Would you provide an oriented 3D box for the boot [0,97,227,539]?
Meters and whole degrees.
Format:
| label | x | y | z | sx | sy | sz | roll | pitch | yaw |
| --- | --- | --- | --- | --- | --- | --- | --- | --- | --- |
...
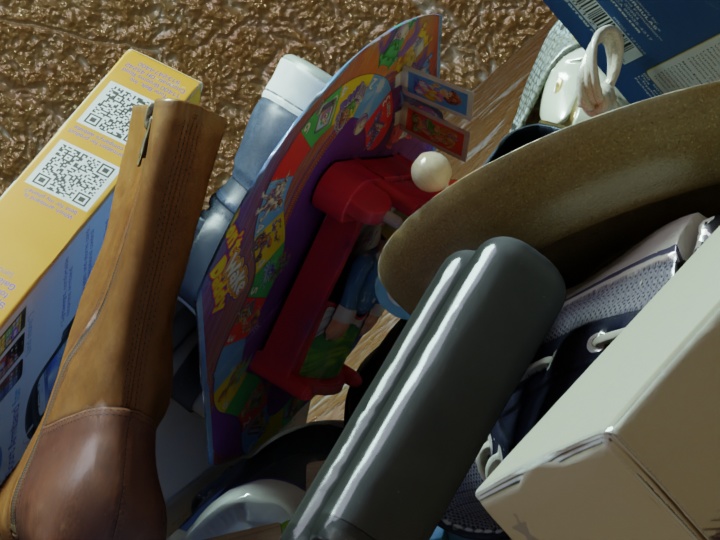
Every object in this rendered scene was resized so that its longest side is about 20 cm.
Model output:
| label | x | y | z | sx | sy | sz | roll | pitch | yaw |
| --- | --- | --- | --- | --- | --- | --- | --- | --- | --- |
| boot | -0.104 | 0.035 | 1.081 | 0.188 | 0.068 | 0.201 | 162 | 117 | -79 |

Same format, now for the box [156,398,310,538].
| label | x | y | z | sx | sy | sz | roll | pitch | yaw |
| --- | --- | --- | --- | --- | --- | --- | --- | --- | --- |
| box | -0.117 | 0.076 | 1.329 | 0.106 | 0.152 | 0.200 | -38 | -19 | -23 |

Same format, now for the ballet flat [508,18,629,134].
| label | x | y | z | sx | sy | sz | roll | pitch | yaw |
| --- | --- | --- | --- | --- | --- | --- | --- | --- | --- |
| ballet flat | 0.098 | -0.048 | 1.372 | 0.072 | 0.072 | 0.201 | -148 | 83 | -85 |

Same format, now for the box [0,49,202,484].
| label | x | y | z | sx | sy | sz | roll | pitch | yaw |
| --- | --- | --- | --- | --- | --- | --- | --- | --- | --- |
| box | -0.132 | 0.016 | 1.156 | 0.200 | 0.041 | 0.119 | -52 | -17 | -39 |

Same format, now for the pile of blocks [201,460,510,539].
| label | x | y | z | sx | sy | sz | roll | pitch | yaw |
| --- | --- | --- | --- | --- | --- | --- | --- | --- | --- |
| pile of blocks | 0.019 | 0.100 | 1.055 | 0.200 | 0.082 | 0.062 | -34 | -38 | -11 |

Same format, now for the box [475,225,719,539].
| label | x | y | z | sx | sy | sz | roll | pitch | yaw |
| --- | --- | --- | --- | --- | --- | --- | --- | --- | --- |
| box | 0.127 | 0.014 | 0.797 | 0.200 | 0.068 | 0.082 | -45 | 5 | -28 |

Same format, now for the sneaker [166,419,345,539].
| label | x | y | z | sx | sy | sz | roll | pitch | yaw |
| --- | --- | --- | --- | --- | --- | --- | --- | --- | --- |
| sneaker | -0.061 | 0.140 | 1.207 | 0.200 | 0.081 | 0.146 | -44 | -4 | 23 |

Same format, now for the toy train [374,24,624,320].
| label | x | y | z | sx | sy | sz | roll | pitch | yaw |
| --- | --- | --- | --- | --- | --- | --- | --- | --- | --- |
| toy train | 0.079 | -0.006 | 1.136 | 0.055 | 0.151 | 0.200 | 15 | 37 | 27 |

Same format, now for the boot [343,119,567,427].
| label | x | y | z | sx | sy | sz | roll | pitch | yaw |
| --- | --- | --- | --- | --- | --- | --- | --- | --- | --- |
| boot | 0.045 | 0.005 | 1.224 | 0.200 | 0.074 | 0.097 | -42 | -39 | -62 |

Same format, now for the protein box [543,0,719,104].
| label | x | y | z | sx | sy | sz | roll | pitch | yaw |
| --- | --- | --- | --- | --- | --- | --- | --- | --- | --- |
| protein box | 0.166 | -0.150 | 1.157 | 0.135 | 0.199 | 0.200 | -43 | 5 | -17 |

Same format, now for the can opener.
| label | x | y | z | sx | sy | sz | roll | pitch | yaw |
| --- | --- | --- | --- | --- | --- | --- | --- | --- | --- |
| can opener | 0.013 | 0.087 | 0.867 | 0.200 | 0.067 | 0.053 | -59 | 14 | -19 |

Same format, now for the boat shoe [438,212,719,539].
| label | x | y | z | sx | sy | sz | roll | pitch | yaw |
| --- | --- | --- | --- | --- | --- | --- | --- | --- | --- |
| boat shoe | 0.060 | 0.060 | 0.920 | 0.200 | 0.075 | 0.093 | -44 | 12 | 51 |

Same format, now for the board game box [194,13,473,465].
| label | x | y | z | sx | sy | sz | roll | pitch | yaw |
| --- | --- | --- | --- | --- | --- | --- | --- | --- | --- |
| board game box | 0.000 | 0.000 | 1.127 | 0.158 | 0.039 | 0.200 | -49 | -22 | -28 |

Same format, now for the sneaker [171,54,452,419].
| label | x | y | z | sx | sy | sz | roll | pitch | yaw |
| --- | --- | --- | --- | --- | --- | --- | --- | --- | --- |
| sneaker | -0.029 | 0.000 | 1.235 | 0.147 | 0.077 | 0.202 | -60 | -21 | -1 |

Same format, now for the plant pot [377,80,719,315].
| label | x | y | z | sx | sy | sz | roll | pitch | yaw |
| --- | --- | --- | --- | --- | --- | --- | --- | --- | --- |
| plant pot | 0.105 | -0.014 | 0.965 | 0.199 | 0.028 | 0.200 | -14 | -17 | -4 |
